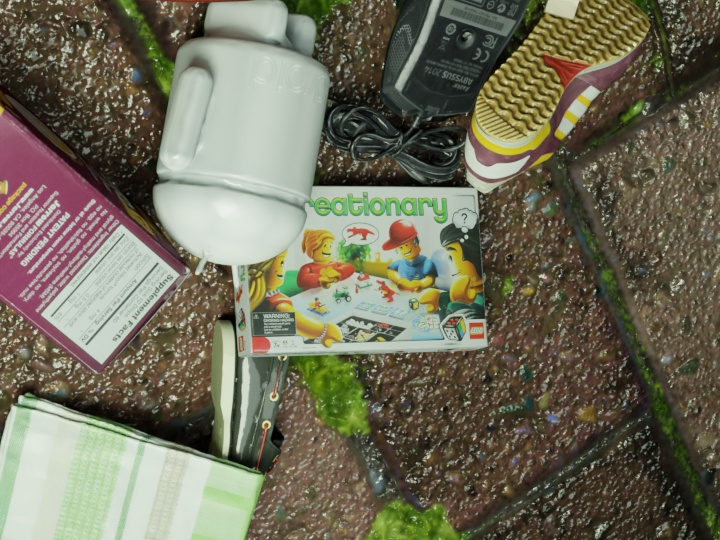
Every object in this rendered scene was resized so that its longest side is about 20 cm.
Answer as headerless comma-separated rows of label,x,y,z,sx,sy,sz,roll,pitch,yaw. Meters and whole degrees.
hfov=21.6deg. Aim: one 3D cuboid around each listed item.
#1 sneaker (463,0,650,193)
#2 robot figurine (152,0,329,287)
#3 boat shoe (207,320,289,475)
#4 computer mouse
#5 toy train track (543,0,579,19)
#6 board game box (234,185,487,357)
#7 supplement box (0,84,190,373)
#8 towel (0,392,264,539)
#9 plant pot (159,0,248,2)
sneaker,0.147,-0.142,1.470,0.200,0.075,0.090,-40,163,-30
robot figurine,-0.086,-0.091,1.349,0.169,0.112,0.202,16,82,-56
boat shoe,-0.089,0.138,1.477,0.062,0.074,0.204,3,104,-15
computer mouse,0.055,-0.172,1.434,0.138,0.053,0.201,17,111,-37
toy train track,0.176,-0.291,1.426,0.114,0.033,0.202,14,94,-2
board game box,0.000,0.000,1.456,0.198,0.035,0.128,-1,83,-23
supplement box,-0.233,-0.042,1.314,0.103,0.131,0.200,-47,121,0
towel,-0.185,0.188,1.441,0.198,0.031,0.151,17,107,-3
plant pot,-0.104,-0.283,1.253,0.175,0.200,0.202,9,106,-38
